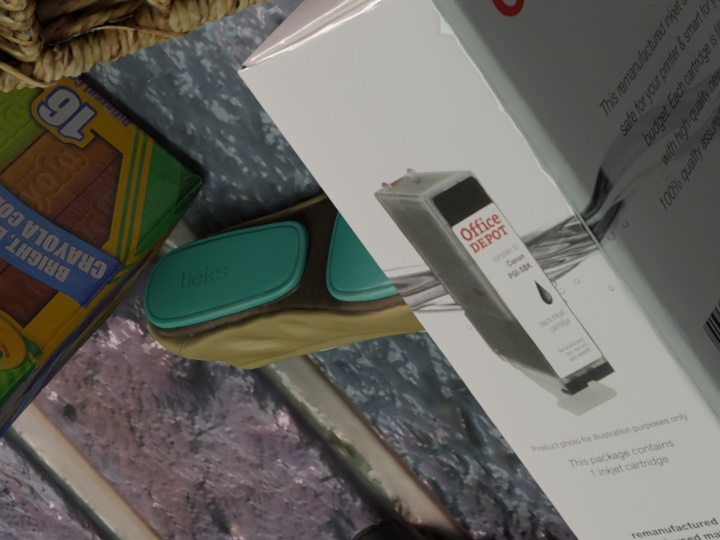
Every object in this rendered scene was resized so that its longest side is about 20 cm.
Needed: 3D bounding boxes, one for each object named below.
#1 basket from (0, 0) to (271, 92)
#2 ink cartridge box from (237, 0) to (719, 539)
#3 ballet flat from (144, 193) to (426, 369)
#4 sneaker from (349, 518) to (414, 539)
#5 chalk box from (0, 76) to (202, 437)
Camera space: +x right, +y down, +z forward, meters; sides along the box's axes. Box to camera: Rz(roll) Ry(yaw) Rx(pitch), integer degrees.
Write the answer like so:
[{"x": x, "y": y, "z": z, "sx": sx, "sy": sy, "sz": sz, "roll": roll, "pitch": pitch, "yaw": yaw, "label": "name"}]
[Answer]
[{"x": -0.106, "y": -0.127, "z": 0.566, "sx": 0.149, "sy": 0.143, "sz": 0.200, "roll": 32, "pitch": 160, "yaw": 8, "label": "basket"}, {"x": 0.078, "y": -0.032, "z": 0.561, "sx": 0.083, "sy": 0.147, "sz": 0.200, "roll": -20, "pitch": 113, "yaw": 45, "label": "ink cartridge box"}, {"x": 0.000, "y": 0.000, "z": 0.718, "sx": 0.199, "sy": 0.069, "sz": 0.063, "roll": -11, "pitch": 147, "yaw": 43, "label": "ballet flat"}, {"x": 0.024, "y": 0.189, "z": 0.836, "sx": 0.104, "sy": 0.060, "sz": 0.200, "roll": 42, "pitch": 139, "yaw": 29, "label": "sneaker"}, {"x": -0.180, "y": 0.013, "z": 0.733, "sx": 0.124, "sy": 0.200, "sz": 0.124, "roll": 39, "pitch": 138, "yaw": -2, "label": "chalk box"}]
